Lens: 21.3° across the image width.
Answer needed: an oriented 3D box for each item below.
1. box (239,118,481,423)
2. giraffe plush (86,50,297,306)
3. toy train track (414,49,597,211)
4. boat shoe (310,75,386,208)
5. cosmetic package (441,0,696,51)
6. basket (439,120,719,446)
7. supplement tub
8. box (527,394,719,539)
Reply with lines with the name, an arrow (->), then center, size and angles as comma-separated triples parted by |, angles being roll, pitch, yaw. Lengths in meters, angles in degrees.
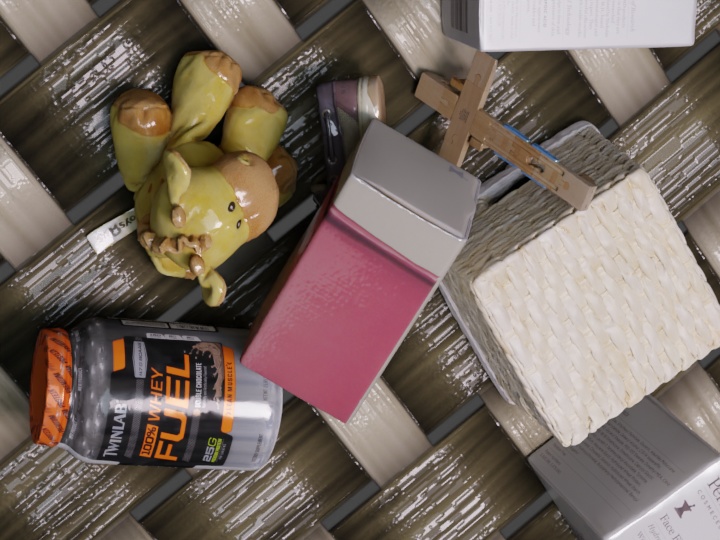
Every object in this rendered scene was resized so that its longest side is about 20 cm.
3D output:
box -> 0.000, 0.000, 1.565 | 0.108, 0.128, 0.201 | 29, 116, -5
giraffe plush -> -0.130, -0.064, 1.553 | 0.172, 0.162, 0.200 | 42, 90, -23
toy train track -> 0.127, -0.112, 1.619 | 0.032, 0.200, 0.116 | -10, 129, -46
boat shoe -> -0.011, -0.072, 1.643 | 0.064, 0.072, 0.202 | 4, 118, 7
cosmetic package -> 0.178, -0.230, 1.636 | 0.198, 0.102, 0.075 | -5, 106, -17
basket -> 0.186, 0.010, 1.675 | 0.197, 0.161, 0.201 | -33, 110, -5
supplement tub -> -0.173, 0.103, 1.609 | 0.198, 0.123, 0.124 | 4, 104, -18
box -> 0.280, 0.241, 1.746 | 0.130, 0.200, 0.200 | -35, 112, -4
